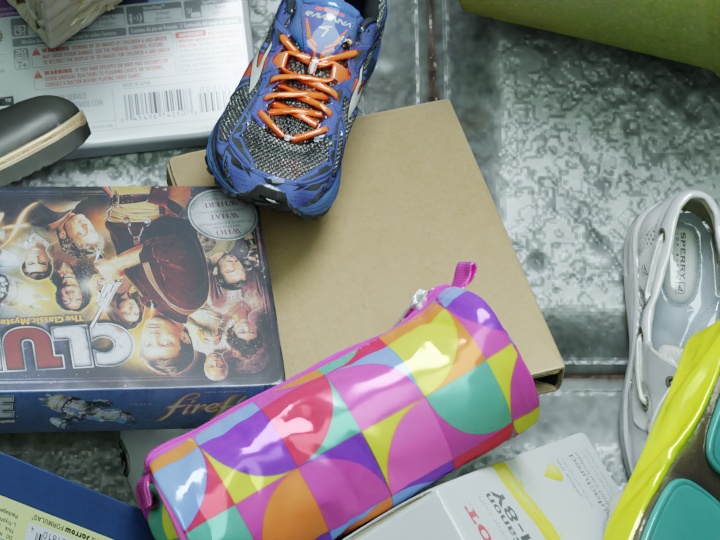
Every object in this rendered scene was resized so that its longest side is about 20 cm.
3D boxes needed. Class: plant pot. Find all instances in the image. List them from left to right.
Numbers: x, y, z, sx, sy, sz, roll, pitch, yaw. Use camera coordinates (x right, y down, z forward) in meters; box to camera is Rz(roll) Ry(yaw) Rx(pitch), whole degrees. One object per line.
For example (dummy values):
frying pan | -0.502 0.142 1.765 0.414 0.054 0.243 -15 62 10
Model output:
plant pot | 0.148 -0.194 1.506 0.183 0.200 0.201 6 75 9

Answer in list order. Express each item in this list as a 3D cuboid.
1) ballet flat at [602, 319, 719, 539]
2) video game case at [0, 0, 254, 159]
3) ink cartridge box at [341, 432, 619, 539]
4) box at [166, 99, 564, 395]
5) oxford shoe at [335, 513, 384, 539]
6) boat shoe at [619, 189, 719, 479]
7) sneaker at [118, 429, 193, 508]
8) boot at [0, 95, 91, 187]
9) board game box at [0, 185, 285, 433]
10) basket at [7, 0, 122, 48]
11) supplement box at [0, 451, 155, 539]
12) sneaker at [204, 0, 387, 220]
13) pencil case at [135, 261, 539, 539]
ballet flat | 0.159 0.107 1.402 0.067 0.067 0.201 40 63 -29
video game case | -0.162 -0.150 1.547 0.199 0.023 0.183 -6 76 -4
ink cartridge box | 0.080 0.171 1.382 0.083 0.200 0.146 -34 80 24
box | 0.000 0.000 1.472 0.163 0.021 0.201 -12 49 -10
oxford shoe | 0.004 0.188 1.425 0.084 0.073 0.201 -29 97 25
boat shoe | 0.175 0.055 1.490 0.070 0.069 0.201 -4 77 -9
sneaker | -0.026 0.094 1.473 0.199 0.074 0.089 -4 89 -2
boot | -0.253 -0.093 1.466 0.199 0.077 0.139 -18 96 0
board game box | -0.143 0.018 1.401 0.199 0.035 0.136 -1 49 -12
basket | -0.129 -0.229 1.488 0.200 0.136 0.124 -38 83 -11
supplement box | -0.206 0.193 1.348 0.200 0.134 0.201 27 70 -40
sneaker | -0.030 -0.104 1.470 0.075 0.079 0.201 16 43 -2
pencil case | -0.011 0.080 1.346 0.199 0.088 0.089 -31 79 -15
